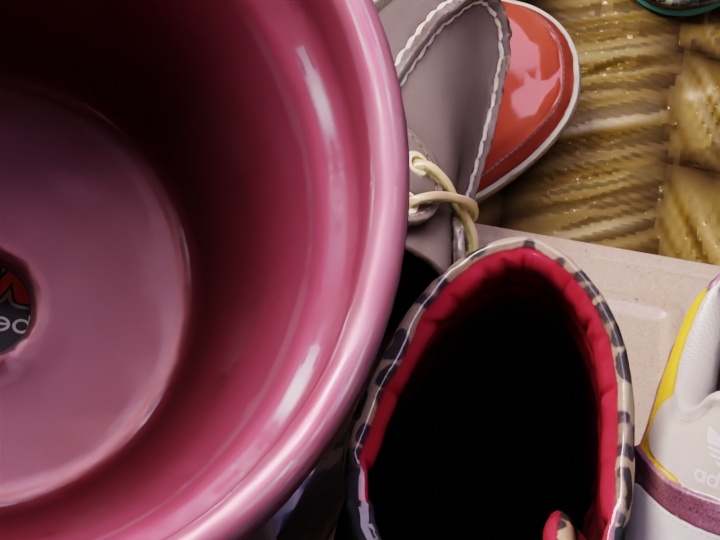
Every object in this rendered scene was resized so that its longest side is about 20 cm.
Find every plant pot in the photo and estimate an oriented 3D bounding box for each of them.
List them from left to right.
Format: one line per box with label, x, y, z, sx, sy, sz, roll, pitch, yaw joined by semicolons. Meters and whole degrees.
plant pot;-0.095;-0.008;0.707;0.199;0.179;0.201;1;80;-6

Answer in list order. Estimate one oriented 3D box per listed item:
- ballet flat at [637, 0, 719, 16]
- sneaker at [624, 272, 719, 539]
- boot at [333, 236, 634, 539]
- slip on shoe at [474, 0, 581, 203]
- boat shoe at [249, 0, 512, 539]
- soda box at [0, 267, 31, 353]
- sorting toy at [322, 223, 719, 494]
ballet flat;0.153;-0.164;1.033;0.074;0.074;0.200;32;53;17
sneaker;0.116;0.028;0.733;0.075;0.090;0.200;16;29;11
boot;0.019;0.096;0.706;0.073;0.151;0.200;15;73;2
slip on shoe;-0.014;-0.049;0.896;0.200;0.061;0.074;-11;69;-30
boat shoe;0.000;0.000;0.833;0.059;0.072;0.200;6;59;42
soda box;-0.168;0.010;0.831;0.199;0.063;0.071;7;50;-5
sorting toy;0.088;0.072;0.848;0.199;0.037;0.185;7;49;1
